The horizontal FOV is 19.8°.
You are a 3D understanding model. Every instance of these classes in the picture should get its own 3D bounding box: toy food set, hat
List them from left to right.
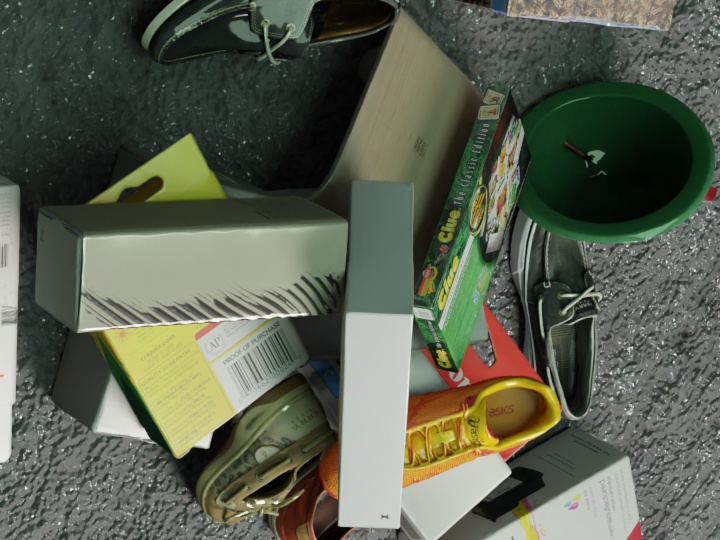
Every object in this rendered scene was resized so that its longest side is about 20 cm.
[{"bbox_3d":[0.025,-0.093,1.604,0.143,0.060,0.201,42,58,-37],"label":"toy food set"},{"bbox_3d":[0.222,-0.046,1.761,0.198,0.167,0.177,-5,146,2],"label":"hat"}]

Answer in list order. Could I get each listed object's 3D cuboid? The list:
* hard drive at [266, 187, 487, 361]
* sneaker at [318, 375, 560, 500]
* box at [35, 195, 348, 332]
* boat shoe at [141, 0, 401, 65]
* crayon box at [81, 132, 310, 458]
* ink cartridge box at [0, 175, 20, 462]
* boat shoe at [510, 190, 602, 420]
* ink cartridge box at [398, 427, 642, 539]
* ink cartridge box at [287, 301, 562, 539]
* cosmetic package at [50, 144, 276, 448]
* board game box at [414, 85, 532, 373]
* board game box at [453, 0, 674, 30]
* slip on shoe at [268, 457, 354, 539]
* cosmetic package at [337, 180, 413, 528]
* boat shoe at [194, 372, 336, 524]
[{"bbox_3d":[0.000,0.000,1.615,0.198,0.026,0.133,-5,77,-30],"label":"hard drive"},{"bbox_3d":[0.059,0.122,1.593,0.199,0.077,0.074,-22,91,-17],"label":"sneaker"},{"bbox_3d":[-0.112,-0.006,1.383,0.198,0.082,0.069,-4,106,-29],"label":"box"},{"bbox_3d":[-0.064,-0.186,1.515,0.199,0.068,0.072,-19,157,-25],"label":"boat shoe"},{"bbox_3d":[-0.132,0.014,1.453,0.127,0.051,0.201,-35,119,-18],"label":"crayon box"},{"bbox_3d":[-0.302,0.035,1.431,0.115,0.068,0.202,-6,107,-33],"label":"ink cartridge box"},{"bbox_3d":[0.177,0.030,1.761,0.072,0.071,0.202,-15,109,-29],"label":"boat shoe"},{"bbox_3d":[0.145,0.252,1.802,0.199,0.083,0.147,-27,119,-26],"label":"ink cartridge box"},{"bbox_3d":[0.053,0.087,1.660,0.176,0.045,0.201,-39,96,-19],"label":"ink cartridge box"},{"bbox_3d":[-0.145,0.022,1.528,0.106,0.090,0.202,14,99,-36],"label":"cosmetic package"},{"bbox_3d":[0.088,-0.033,1.605,0.105,0.023,0.201,69,38,-57],"label":"board game box"},{"bbox_3d":[0.119,-0.249,1.556,0.158,0.199,0.098,0,105,-35],"label":"board game box"},{"bbox_3d":[0.011,0.155,1.693,0.200,0.061,0.074,-44,122,-18],"label":"slip on shoe"},{"bbox_3d":[0.011,0.060,1.480,0.051,0.151,0.201,1,128,-2],"label":"cosmetic package"},{"bbox_3d":[-0.072,0.151,1.567,0.073,0.063,0.200,-32,165,-30],"label":"boat shoe"}]
